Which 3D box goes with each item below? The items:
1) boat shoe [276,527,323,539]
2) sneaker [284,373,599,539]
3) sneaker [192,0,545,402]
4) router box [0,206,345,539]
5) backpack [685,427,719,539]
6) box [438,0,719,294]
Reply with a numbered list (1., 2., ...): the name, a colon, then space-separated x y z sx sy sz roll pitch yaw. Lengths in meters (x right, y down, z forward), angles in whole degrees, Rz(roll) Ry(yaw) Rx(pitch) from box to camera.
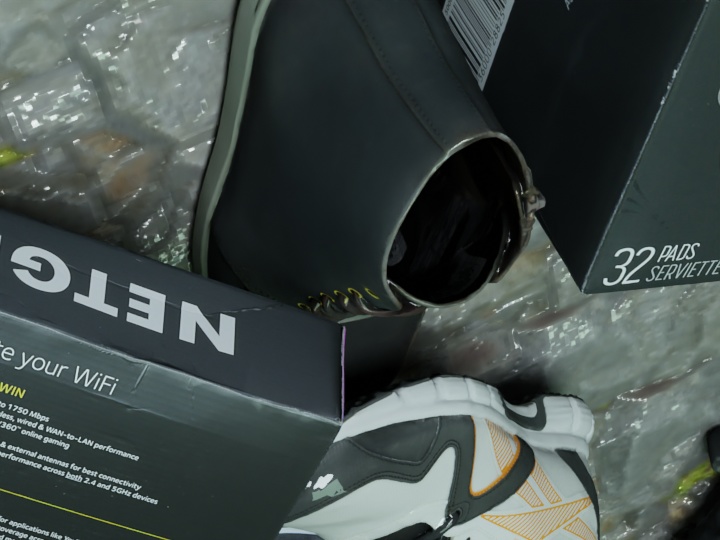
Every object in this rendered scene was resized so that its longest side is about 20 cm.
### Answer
1. boat shoe: -0.015 0.132 0.969 0.200 0.068 0.072 10 127 -39
2. sneaker: 0.033 0.083 0.892 0.074 0.080 0.200 -20 164 30
3. sneaker: 0.000 0.000 0.803 0.075 0.106 0.200 -16 140 -17
4. router box: -0.123 0.052 0.768 0.200 0.051 0.149 20 125 -16
5. backpack: 0.235 0.164 1.078 0.190 0.200 0.154 -5 141 -37
6. box: 0.147 -0.092 0.783 0.200 0.124 0.149 -5 136 -26
